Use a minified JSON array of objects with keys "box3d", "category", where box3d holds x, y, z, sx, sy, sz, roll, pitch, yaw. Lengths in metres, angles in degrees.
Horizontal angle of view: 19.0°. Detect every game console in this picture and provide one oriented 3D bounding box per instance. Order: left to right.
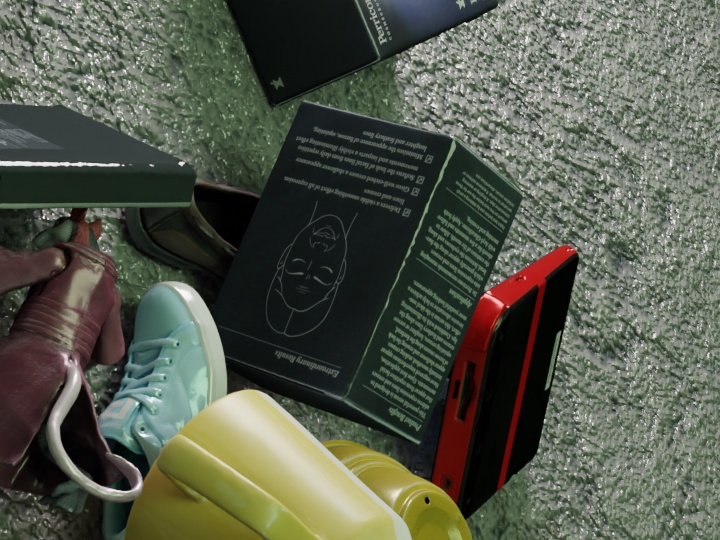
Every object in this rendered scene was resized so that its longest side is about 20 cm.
[{"box3d":[0.115,0.092,1.730,0.177,0.031,0.202,-34,139,-56],"category":"game console"}]

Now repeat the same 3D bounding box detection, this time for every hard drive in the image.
[{"box3d":[-0.220,-0.075,1.379,0.199,0.139,0.033,-3,112,-52],"category":"hard drive"}]

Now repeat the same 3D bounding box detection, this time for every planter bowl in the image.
[{"box3d":[0.028,0.216,1.606,0.200,0.083,0.202,26,55,-44],"category":"planter bowl"}]

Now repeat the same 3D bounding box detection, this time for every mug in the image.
[{"box3d":[-0.056,0.179,1.352,0.186,0.153,0.151,-6,122,-56],"category":"mug"}]

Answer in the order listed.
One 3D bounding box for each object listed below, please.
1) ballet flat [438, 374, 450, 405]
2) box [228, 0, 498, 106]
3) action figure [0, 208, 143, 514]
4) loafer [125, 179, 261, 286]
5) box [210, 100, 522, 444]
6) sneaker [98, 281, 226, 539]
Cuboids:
[{"box3d":[0.062,0.057,1.728,0.200,0.071,0.070,36,49,-38],"category":"ballet flat"},{"box3d":[-0.013,-0.263,1.731,0.198,0.123,0.201,-31,99,-51],"category":"box"},{"box3d":[-0.198,0.041,1.354,0.133,0.148,0.202,30,66,-34],"category":"action figure"},{"box3d":[-0.083,-0.025,1.585,0.199,0.063,0.073,16,62,-48],"category":"loafer"},{"box3d":[0.000,0.000,1.542,0.107,0.148,0.201,34,77,-50],"category":"box"},{"box3d":[-0.141,0.098,1.450,0.082,0.073,0.202,22,58,-51],"category":"sneaker"}]
